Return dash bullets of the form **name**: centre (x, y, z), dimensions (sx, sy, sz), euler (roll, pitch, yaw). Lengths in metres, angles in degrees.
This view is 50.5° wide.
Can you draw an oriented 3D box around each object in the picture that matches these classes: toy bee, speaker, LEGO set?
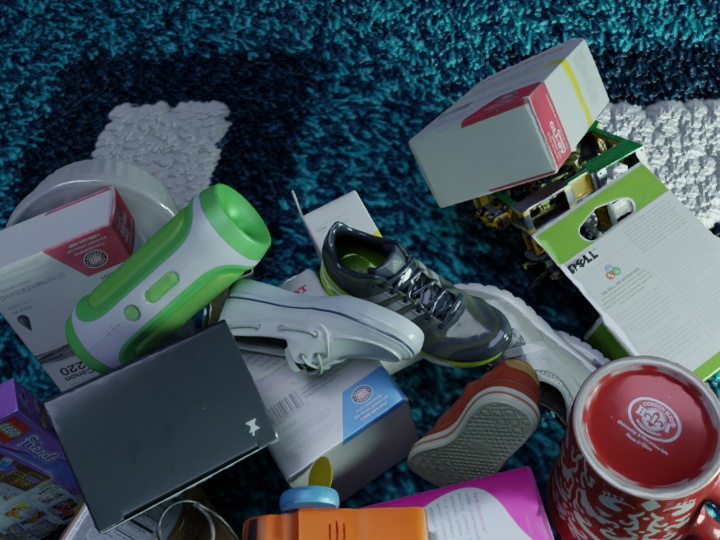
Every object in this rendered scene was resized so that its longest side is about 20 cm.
- **toy bee**: centre (-0.051, 0.210, 0.607), dimensions (0.199, 0.109, 0.131), euler (23, 54, -2)
- **speaker**: centre (-0.179, 0.011, 0.706), dimensions (0.200, 0.088, 0.089), euler (-39, 56, 15)
- **LEGO set**: centre (0.227, -0.066, 0.835), dimensions (0.199, 0.116, 0.154), euler (-33, 28, -13)

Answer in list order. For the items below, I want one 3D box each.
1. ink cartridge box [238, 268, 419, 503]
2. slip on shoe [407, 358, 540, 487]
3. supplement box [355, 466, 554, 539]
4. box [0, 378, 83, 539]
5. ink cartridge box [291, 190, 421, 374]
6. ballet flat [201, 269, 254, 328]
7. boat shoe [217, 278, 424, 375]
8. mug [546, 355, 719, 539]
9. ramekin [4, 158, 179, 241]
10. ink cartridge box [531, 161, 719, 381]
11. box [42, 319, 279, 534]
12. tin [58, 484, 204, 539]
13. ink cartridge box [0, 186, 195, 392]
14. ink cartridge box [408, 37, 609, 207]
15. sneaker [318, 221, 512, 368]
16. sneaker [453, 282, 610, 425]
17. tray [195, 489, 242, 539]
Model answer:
- **ink cartridge box**: centre (-0.051, 0.111, 0.757), dimensions (0.128, 0.125, 0.200), euler (-32, 57, -9)
- **slip on shoe**: centre (0.101, 0.143, 0.676), dimensions (0.074, 0.200, 0.061), euler (29, 50, 1)
- **supplement box**: centre (0.067, 0.254, 0.659), dimensions (0.199, 0.104, 0.102), euler (-15, 56, 5)
- **box**: centre (-0.333, 0.194, 0.726), dimensions (0.136, 0.200, 0.039), euler (-26, 51, -5)
- **ink cartridge box**: centre (0.000, 0.000, 0.818), dimensions (0.067, 0.117, 0.201), euler (-26, 58, -5)
- **ballet flat**: centre (-0.153, 0.021, 0.875), dimensions (0.070, 0.071, 0.201), euler (-13, 57, 5)
- **boat shoe**: centre (-0.041, 0.062, 0.675), dimensions (0.199, 0.074, 0.067), euler (9, 63, 32)
- **mug**: centre (0.243, 0.159, 0.619), dimensions (0.176, 0.200, 0.134), euler (1, 59, 14)
- **ramekin**: centre (-0.290, -0.033, 0.862), dimensions (0.201, 0.203, 0.094), euler (-21, 36, -1)
- **ink cartridge box**: centre (0.281, 0.016, 0.747), dimensions (0.147, 0.076, 0.200), euler (-33, 70, -9)
- **box**: centre (-0.170, 0.127, 0.642), dimensions (0.147, 0.200, 0.105), euler (-24, 87, -22)
- **tin**: centre (-0.227, 0.265, 0.716), dimensions (0.111, 0.042, 0.201), euler (21, 66, 19)
- **ink cartridge box**: centre (-0.278, 0.036, 0.802), dimensions (0.145, 0.201, 0.085), euler (-22, 37, -1)
- **ink cartridge box**: centre (0.166, -0.161, 0.823), dimensions (0.145, 0.084, 0.200), euler (-15, 21, 40)
- **sneaker**: centre (0.042, 0.020, 0.682), dimensions (0.199, 0.081, 0.074), euler (25, 69, 20)
- **sneaker**: centre (0.149, 0.081, 0.755), dimensions (0.199, 0.075, 0.082), euler (29, 60, 25)
- **tray**: centre (-0.169, 0.275, 0.739), dimensions (0.099, 0.037, 0.200), euler (-43, 59, -14)
